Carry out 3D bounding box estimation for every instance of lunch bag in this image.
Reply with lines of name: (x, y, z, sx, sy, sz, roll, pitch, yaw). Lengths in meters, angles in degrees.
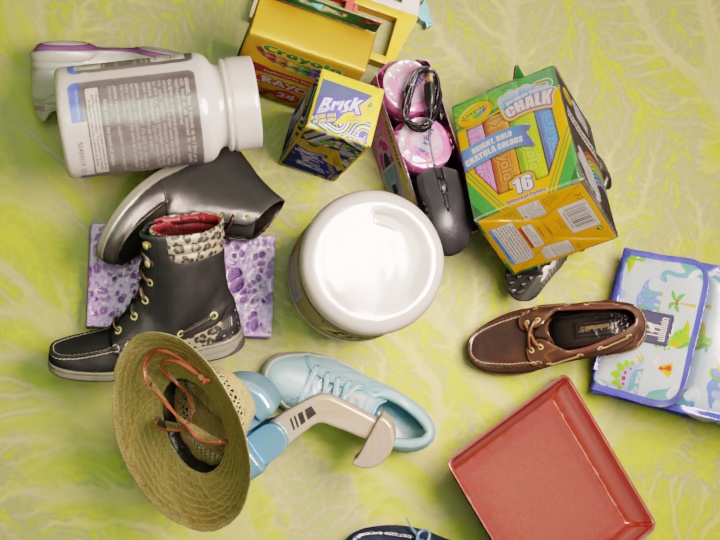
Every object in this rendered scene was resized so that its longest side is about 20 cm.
lunch bag: (0.367, 0.077, 1.607, 0.199, 0.127, 0.171, 15, 84, 6)

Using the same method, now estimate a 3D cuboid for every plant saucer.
plant saucer: (0.201, 0.244, 1.568, 0.200, 0.037, 0.200, -31, 90, -34)

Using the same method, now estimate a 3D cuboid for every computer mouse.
computer mouse: (0.080, -0.114, 1.499, 0.058, 0.034, 0.201, -10, 85, -10)

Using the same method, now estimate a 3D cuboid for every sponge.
sponge: (-0.192, 0.012, 1.555, 0.199, 0.030, 0.112, 4, 83, -10)

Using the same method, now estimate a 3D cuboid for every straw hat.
straw hat: (-0.147, 0.142, 1.405, 0.085, 0.201, 0.202, -24, 88, -47)

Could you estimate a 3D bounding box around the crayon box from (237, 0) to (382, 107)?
crayon box: (-0.061, -0.226, 1.516, 0.126, 0.200, 0.051, 18, 75, -7)

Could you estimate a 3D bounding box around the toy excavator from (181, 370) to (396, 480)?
toy excavator: (-0.090, 0.156, 1.491, 0.200, 0.100, 0.195, -36, 91, 8)

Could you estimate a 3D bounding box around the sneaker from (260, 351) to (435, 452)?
sneaker: (-0.008, 0.136, 1.548, 0.199, 0.082, 0.074, 20, 80, -7)

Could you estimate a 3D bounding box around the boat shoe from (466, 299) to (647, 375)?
boat shoe: (0.208, 0.067, 1.568, 0.199, 0.070, 0.071, -13, 76, 13)

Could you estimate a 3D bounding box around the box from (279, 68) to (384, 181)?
box: (-0.033, -0.148, 1.514, 0.070, 0.200, 0.065, 17, 80, -8)

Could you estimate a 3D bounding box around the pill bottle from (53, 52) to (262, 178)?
pill bottle: (-0.204, -0.160, 1.476, 0.199, 0.114, 0.114, -7, 85, -8)

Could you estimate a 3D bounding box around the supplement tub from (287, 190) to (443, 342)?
supplement tub: (0.000, 0.000, 1.503, 0.144, 0.200, 0.145, 1, 84, -7)

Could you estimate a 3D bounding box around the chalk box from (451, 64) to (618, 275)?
chalk box: (0.179, -0.123, 1.539, 0.124, 0.125, 0.201, -21, 53, 17)

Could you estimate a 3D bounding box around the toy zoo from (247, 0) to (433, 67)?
toy zoo: (-0.012, -0.308, 1.627, 0.199, 0.020, 0.132, 19, 81, -7)

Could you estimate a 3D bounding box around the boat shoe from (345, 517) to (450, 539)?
boat shoe: (0.081, 0.311, 1.551, 0.199, 0.069, 0.085, 9, 82, -9)

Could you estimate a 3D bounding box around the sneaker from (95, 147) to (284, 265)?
sneaker: (-0.174, -0.053, 1.512, 0.106, 0.075, 0.200, 41, 61, 13)

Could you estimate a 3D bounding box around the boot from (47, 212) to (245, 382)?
boot: (-0.223, 0.025, 1.471, 0.203, 0.074, 0.154, -9, 120, -11)

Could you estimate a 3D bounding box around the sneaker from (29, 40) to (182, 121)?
sneaker: (-0.253, -0.192, 1.557, 0.199, 0.075, 0.100, 3, 102, -10)

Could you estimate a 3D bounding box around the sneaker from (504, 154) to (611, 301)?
sneaker: (0.228, -0.045, 1.608, 0.090, 0.066, 0.201, 37, 71, -38)

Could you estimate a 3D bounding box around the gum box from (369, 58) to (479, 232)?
gum box: (0.061, -0.124, 1.573, 0.066, 0.113, 0.201, -17, 87, -11)
